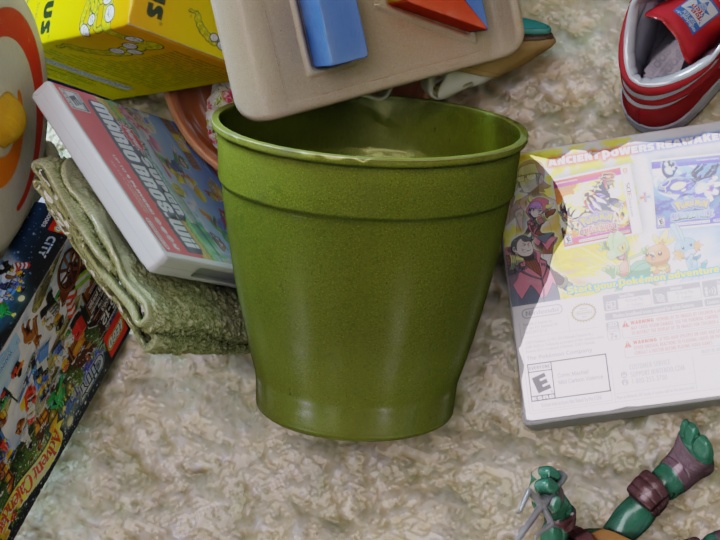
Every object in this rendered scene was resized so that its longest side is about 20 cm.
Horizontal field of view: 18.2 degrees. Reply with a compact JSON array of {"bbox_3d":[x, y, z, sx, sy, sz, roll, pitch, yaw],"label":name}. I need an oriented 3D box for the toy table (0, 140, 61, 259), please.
[{"bbox_3d":[-0.274,-0.031,1.548,0.184,0.117,0.200,-38,74,4],"label":"toy table"}]

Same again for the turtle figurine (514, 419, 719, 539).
[{"bbox_3d":[0.150,0.187,1.416,0.200,0.101,0.150,-30,88,-10],"label":"turtle figurine"}]

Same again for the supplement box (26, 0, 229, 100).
[{"bbox_3d":[-0.154,-0.187,1.503,0.200,0.109,0.109,-3,74,52],"label":"supplement box"}]

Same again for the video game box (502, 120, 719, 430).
[{"bbox_3d":[0.194,0.001,1.469,0.199,0.047,0.183,-8,79,11],"label":"video game box"}]

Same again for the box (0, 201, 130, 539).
[{"bbox_3d":[-0.225,0.075,1.470,0.038,0.137,0.200,15,61,21],"label":"box"}]

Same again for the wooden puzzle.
[{"bbox_3d":[0.002,-0.203,1.400,0.199,0.046,0.186,-16,100,-21],"label":"wooden puzzle"}]

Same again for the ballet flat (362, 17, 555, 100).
[{"bbox_3d":[0.032,-0.143,1.484,0.199,0.069,0.063,4,107,-20],"label":"ballet flat"}]

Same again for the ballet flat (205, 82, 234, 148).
[{"bbox_3d":[-0.042,-0.166,1.510,0.076,0.064,0.200,37,90,16],"label":"ballet flat"}]

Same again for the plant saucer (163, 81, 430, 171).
[{"bbox_3d":[-0.040,-0.149,1.558,0.199,0.037,0.201,-3,78,13],"label":"plant saucer"}]

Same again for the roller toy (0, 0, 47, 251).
[{"bbox_3d":[-0.276,-0.095,1.404,0.139,0.182,0.201,5,81,13],"label":"roller toy"}]

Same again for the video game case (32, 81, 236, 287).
[{"bbox_3d":[-0.126,-0.051,1.473,0.017,0.200,0.143,-39,73,14],"label":"video game case"}]

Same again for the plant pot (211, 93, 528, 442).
[{"bbox_3d":[0.000,0.000,1.437,0.200,0.200,0.194,8,106,14],"label":"plant pot"}]

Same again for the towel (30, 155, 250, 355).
[{"bbox_3d":[-0.130,-0.008,1.466,0.036,0.200,0.149,-38,74,14],"label":"towel"}]

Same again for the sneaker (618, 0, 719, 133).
[{"bbox_3d":[0.237,-0.182,1.460,0.071,0.112,0.200,36,89,16],"label":"sneaker"}]
